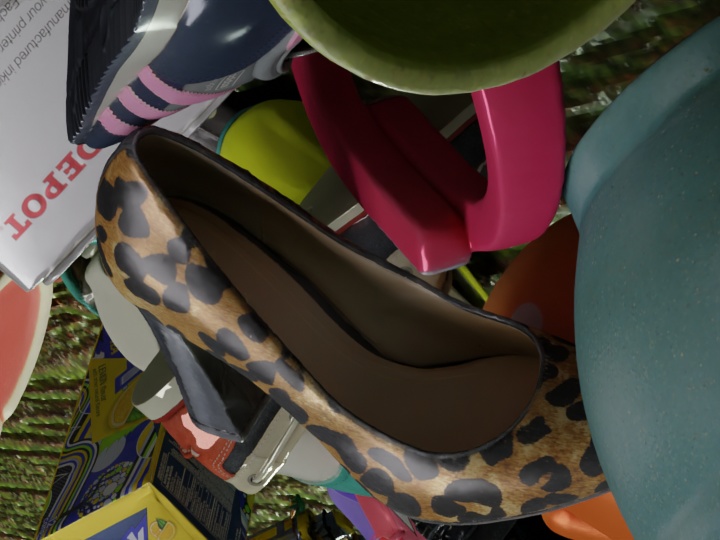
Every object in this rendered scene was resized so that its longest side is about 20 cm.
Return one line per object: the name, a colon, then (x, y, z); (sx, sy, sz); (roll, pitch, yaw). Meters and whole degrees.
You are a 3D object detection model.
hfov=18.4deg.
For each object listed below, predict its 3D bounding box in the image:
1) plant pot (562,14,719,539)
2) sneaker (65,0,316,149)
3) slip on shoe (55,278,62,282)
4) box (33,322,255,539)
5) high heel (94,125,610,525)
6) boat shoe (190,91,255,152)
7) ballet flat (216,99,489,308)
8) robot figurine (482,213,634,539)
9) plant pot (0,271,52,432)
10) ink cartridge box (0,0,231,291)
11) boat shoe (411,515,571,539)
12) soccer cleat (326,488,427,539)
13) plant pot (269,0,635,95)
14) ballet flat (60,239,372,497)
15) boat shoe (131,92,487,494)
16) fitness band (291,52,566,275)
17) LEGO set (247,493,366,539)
plant pot: (0.142, -0.004, 0.658); (0.135, 0.199, 0.201); (58, 160, 20)
sneaker: (-0.051, -0.078, 0.724); (0.081, 0.071, 0.200); (2, 176, -16)
slip on shoe: (-0.175, -0.074, 1.061); (0.074, 0.061, 0.200); (12, 143, 45)
box: (-0.086, 0.066, 1.020); (0.070, 0.200, 0.064); (-29, 116, 23)
high heel: (0.009, 0.015, 0.729); (0.199, 0.072, 0.143); (7, 141, 22)
boat shoe: (-0.085, -0.079, 0.943); (0.201, 0.061, 0.072); (43, -175, -7)
ballet flat: (0.019, 0.002, 0.919); (0.067, 0.067, 0.200); (32, 168, 49)
robot figurine: (0.123, 0.053, 0.826); (0.199, 0.117, 0.144); (33, 170, 11)
plant pot: (-0.278, 0.022, 1.219); (0.176, 0.201, 0.201); (23, 152, 10)
ink cartridge box: (-0.146, -0.115, 0.849); (0.200, 0.145, 0.084); (43, -163, -11)
boat shoe: (0.051, 0.098, 1.033); (0.200, 0.075, 0.062); (47, 172, -31)
soccer cleat: (0.058, 0.163, 1.132); (0.199, 0.077, 0.067); (33, 154, 10)
plant pot: (-0.017, -0.172, 0.584); (0.184, 0.200, 0.201); (30, 155, 39)
ballet flat: (-0.054, 0.043, 0.952); (0.200, 0.070, 0.067); (42, 136, 3)
boat shoe: (0.000, 0.000, 0.841); (0.063, 0.200, 0.071); (41, -170, -14)
fitness band: (0.013, -0.085, 0.721); (0.200, 0.037, 0.144); (-130, 30, -58)
LEGO set: (0.030, 0.195, 1.058); (0.201, 0.115, 0.154); (62, -170, -16)
